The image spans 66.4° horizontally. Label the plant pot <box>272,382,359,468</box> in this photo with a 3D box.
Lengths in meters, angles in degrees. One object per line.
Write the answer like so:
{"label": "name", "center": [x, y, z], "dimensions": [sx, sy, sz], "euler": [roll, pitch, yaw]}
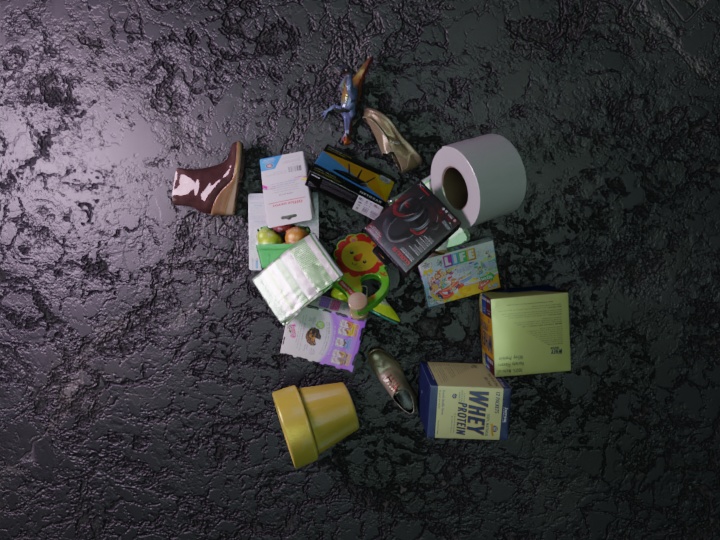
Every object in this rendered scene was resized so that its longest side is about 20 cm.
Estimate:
{"label": "plant pot", "center": [-0.112, 0.385, 1.433], "dimensions": [0.188, 0.201, 0.202], "euler": [-16, 97, -13]}

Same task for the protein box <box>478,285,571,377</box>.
{"label": "protein box", "center": [0.422, 0.153, 1.428], "dimensions": [0.197, 0.135, 0.201], "euler": [-5, 96, 0]}

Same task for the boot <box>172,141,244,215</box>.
{"label": "boot", "center": [-0.390, -0.245, 1.407], "dimensions": [0.166, 0.072, 0.201], "euler": [13, 100, -4]}

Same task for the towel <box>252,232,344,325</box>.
{"label": "towel", "center": [-0.154, 0.019, 1.356], "dimensions": [0.200, 0.023, 0.153], "euler": [-39, 72, 8]}

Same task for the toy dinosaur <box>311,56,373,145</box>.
{"label": "toy dinosaur", "center": [-0.021, -0.418, 1.386], "dimensions": [0.199, 0.105, 0.182], "euler": [-23, 117, -10]}

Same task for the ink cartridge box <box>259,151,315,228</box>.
{"label": "ink cartridge box", "center": [-0.180, -0.189, 1.374], "dimensions": [0.115, 0.068, 0.201], "euler": [-11, 66, 2]}

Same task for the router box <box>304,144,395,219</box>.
{"label": "router box", "center": [-0.023, -0.223, 1.375], "dimensions": [0.199, 0.149, 0.051], "euler": [26, 131, -4]}

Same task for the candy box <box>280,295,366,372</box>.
{"label": "candy box", "center": [-0.094, 0.156, 1.429], "dimensions": [0.199, 0.072, 0.168], "euler": [15, 118, 0]}

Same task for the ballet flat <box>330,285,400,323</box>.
{"label": "ballet flat", "center": [0.020, 0.079, 1.455], "dimensions": [0.199, 0.067, 0.067], "euler": [20, 87, -1]}

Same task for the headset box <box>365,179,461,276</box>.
{"label": "headset box", "center": [0.118, -0.093, 1.323], "dimensions": [0.200, 0.075, 0.149], "euler": [-41, 80, -2]}

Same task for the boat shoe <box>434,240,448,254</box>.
{"label": "boat shoe", "center": [0.128, -0.098, 1.398], "dimensions": [0.199, 0.071, 0.070], "euler": [17, 87, 6]}

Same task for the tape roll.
{"label": "tape roll", "center": [0.282, -0.216, 1.333], "dimensions": [0.139, 0.203, 0.204], "euler": [-18, 97, -20]}

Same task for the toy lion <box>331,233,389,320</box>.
{"label": "toy lion", "center": [0.000, 0.000, 1.396], "dimensions": [0.191, 0.069, 0.200], "euler": [-37, 62, -18]}

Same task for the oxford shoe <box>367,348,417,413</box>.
{"label": "oxford shoe", "center": [0.091, 0.295, 1.473], "dimensions": [0.070, 0.075, 0.200], "euler": [-38, 95, 5]}

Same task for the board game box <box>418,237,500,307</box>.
{"label": "board game box", "center": [0.257, 0.005, 1.440], "dimensions": [0.199, 0.034, 0.135], "euler": [-16, 110, -1]}

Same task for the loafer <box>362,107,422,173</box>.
{"label": "loafer", "center": [0.073, -0.329, 1.398], "dimensions": [0.200, 0.076, 0.067], "euler": [45, 88, -5]}

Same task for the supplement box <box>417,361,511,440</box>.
{"label": "supplement box", "center": [0.260, 0.330, 1.415], "dimensions": [0.199, 0.200, 0.135], "euler": [2, 98, -2]}

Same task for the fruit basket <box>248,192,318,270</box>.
{"label": "fruit basket", "center": [-0.199, -0.101, 1.431], "dimensions": [0.184, 0.094, 0.201], "euler": [-2, 81, -1]}

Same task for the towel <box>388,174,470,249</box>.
{"label": "towel", "center": [0.179, -0.131, 1.443], "dimensions": [0.152, 0.023, 0.201], "euler": [-30, 97, 4]}
